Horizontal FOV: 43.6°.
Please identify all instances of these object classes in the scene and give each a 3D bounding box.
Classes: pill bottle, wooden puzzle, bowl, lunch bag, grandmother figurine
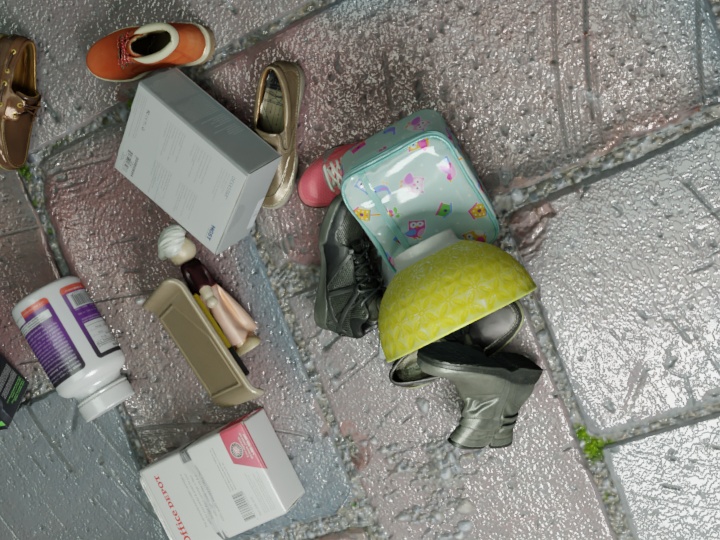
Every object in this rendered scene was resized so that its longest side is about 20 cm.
[{"bbox_3d":[-0.424,0.119,1.349,0.111,0.111,0.201,-32,88,21],"label":"pill bottle"},{"bbox_3d":[-0.219,0.103,1.258,0.201,0.037,0.185,52,154,-3],"label":"wooden puzzle"},{"bbox_3d":[0.096,0.016,1.060,0.199,0.200,0.108,-27,86,21],"label":"bowl"},{"bbox_3d":[0.071,-0.083,1.113,0.159,0.077,0.200,-27,124,14],"label":"lunch bag"},{"bbox_3d":[-0.216,0.025,1.264,0.060,0.121,0.201,-37,104,-21],"label":"grandmother figurine"}]

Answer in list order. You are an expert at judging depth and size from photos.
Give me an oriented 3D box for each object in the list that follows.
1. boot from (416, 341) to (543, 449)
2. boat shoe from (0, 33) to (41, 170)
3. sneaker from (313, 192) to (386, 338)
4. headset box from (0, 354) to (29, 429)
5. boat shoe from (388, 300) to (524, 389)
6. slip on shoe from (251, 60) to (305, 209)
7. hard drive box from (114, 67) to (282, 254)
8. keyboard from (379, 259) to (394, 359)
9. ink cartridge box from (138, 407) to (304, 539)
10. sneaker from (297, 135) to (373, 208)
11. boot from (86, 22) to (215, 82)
[{"bbox_3d":[0.139,0.167,1.130,0.068,0.199,0.132,37,110,53],"label":"boot"},{"bbox_3d":[-0.514,-0.249,1.338,0.067,0.072,0.202,5,98,20],"label":"boat shoe"},{"bbox_3d":[0.000,0.000,1.179,0.114,0.076,0.201,21,115,35],"label":"sneaker"},{"bbox_3d":[-0.648,0.172,1.404,0.173,0.093,0.201,-11,133,20],"label":"headset box"},{"bbox_3d":[0.125,0.102,1.176,0.199,0.065,0.074,-35,86,17],"label":"boat shoe"},{"bbox_3d":[-0.119,-0.181,1.216,0.075,0.061,0.202,17,106,16],"label":"slip on shoe"},{"bbox_3d":[-0.224,-0.147,1.223,0.200,0.077,0.156,41,132,10],"label":"hard drive box"},{"bbox_3d":[0.055,0.025,1.221,0.056,0.011,0.202,4,101,13],"label":"keyboard"},{"bbox_3d":[-0.204,0.311,1.319,0.199,0.085,0.147,-27,90,19],"label":"ink cartridge box"},{"bbox_3d":[-0.006,-0.140,1.171,0.199,0.087,0.074,-23,90,21],"label":"sneaker"},{"bbox_3d":[-0.312,-0.306,1.241,0.198,0.107,0.076,-7,99,22],"label":"boot"}]
